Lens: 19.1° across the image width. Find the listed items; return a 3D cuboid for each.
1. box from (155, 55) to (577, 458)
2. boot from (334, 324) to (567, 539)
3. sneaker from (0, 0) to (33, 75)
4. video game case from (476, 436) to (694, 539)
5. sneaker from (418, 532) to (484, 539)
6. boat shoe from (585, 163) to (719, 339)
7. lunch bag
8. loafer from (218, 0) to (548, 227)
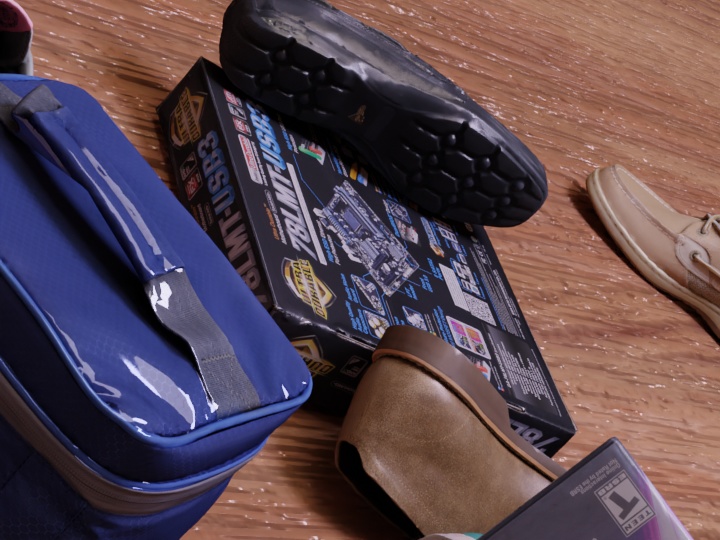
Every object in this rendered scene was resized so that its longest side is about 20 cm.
[{"bbox_3d":[0.000,0.000,1.103,0.198,0.050,0.200,23,30,-34],"label":"box"},{"bbox_3d":[0.060,0.114,1.016,0.200,0.074,0.076,44,65,-30],"label":"boot"},{"bbox_3d":[-0.175,-0.103,0.962,0.070,0.082,0.200,25,30,-34],"label":"sneaker"},{"bbox_3d":[0.104,0.188,0.855,0.200,0.143,0.019,55,6,23],"label":"video game case"},{"bbox_3d":[0.098,0.191,0.921,0.080,0.071,0.200,1,48,-52],"label":"sneaker"},{"bbox_3d":[0.239,-0.009,1.458,0.200,0.065,0.071,42,25,-3],"label":"boat shoe"},{"bbox_3d":[-0.123,0.014,0.797,0.200,0.132,0.136,51,25,14],"label":"lunch bag"},{"bbox_3d":[0.016,-0.091,1.138,0.200,0.068,0.070,30,35,-19],"label":"loafer"}]
